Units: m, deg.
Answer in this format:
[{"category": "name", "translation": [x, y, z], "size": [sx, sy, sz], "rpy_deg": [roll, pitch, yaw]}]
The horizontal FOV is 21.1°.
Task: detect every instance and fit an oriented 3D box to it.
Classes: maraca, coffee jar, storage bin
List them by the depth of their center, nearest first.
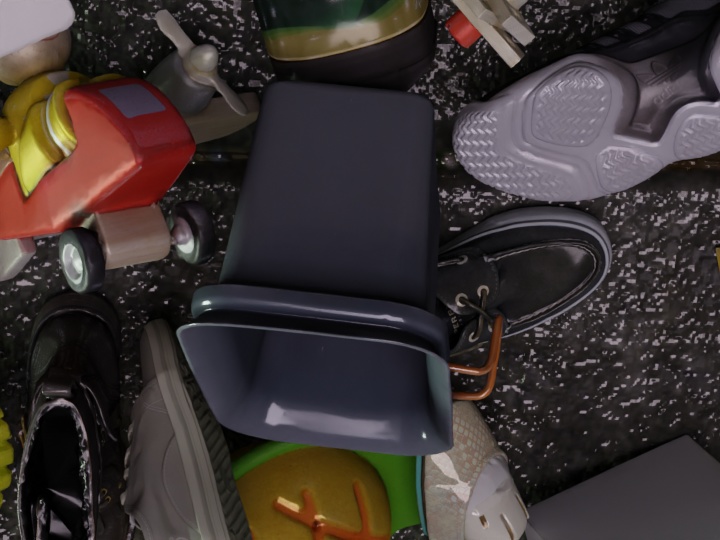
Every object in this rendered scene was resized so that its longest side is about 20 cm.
[{"category": "coffee jar", "translation": [-0.021, -0.180, 0.949], "size": [0.085, 0.104, 0.200], "rpy_deg": [-12, 113, 9]}, {"category": "storage bin", "translation": [0.000, 0.000, 0.953], "size": [0.145, 0.200, 0.135], "rpy_deg": [6, 72, 6]}, {"category": "maraca", "translation": [-0.031, 0.144, 1.092], "size": [0.200, 0.107, 0.137], "rpy_deg": [-39, 131, -14]}]

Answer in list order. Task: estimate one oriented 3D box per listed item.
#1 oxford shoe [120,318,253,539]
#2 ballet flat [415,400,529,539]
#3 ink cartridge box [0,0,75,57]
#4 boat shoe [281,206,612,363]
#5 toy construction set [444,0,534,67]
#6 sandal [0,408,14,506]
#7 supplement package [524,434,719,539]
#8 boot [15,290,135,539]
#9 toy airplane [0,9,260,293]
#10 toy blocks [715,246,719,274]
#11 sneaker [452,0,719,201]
[{"category": "oxford shoe", "translation": [-0.099, 0.101, 1.014], "size": [0.058, 0.200, 0.075], "rpy_deg": [-24, 134, 6]}, {"category": "ballet flat", "translation": [0.071, 0.157, 1.117], "size": [0.062, 0.067, 0.200], "rpy_deg": [14, 127, 25]}, {"category": "ink cartridge box", "translation": [-0.236, -0.121, 0.829], "size": [0.200, 0.068, 0.116], "rpy_deg": [-24, 111, -3]}, {"category": "boat shoe", "translation": [0.045, 0.022, 1.067], "size": [0.200, 0.057, 0.069], "rpy_deg": [-17, 114, 3]}, {"category": "toy construction set", "translation": [0.100, -0.203, 0.963], "size": [0.200, 0.092, 0.131], "rpy_deg": [-46, 110, 3]}, {"category": "sandal", "translation": [-0.247, 0.139, 1.031], "size": [0.079, 0.087, 0.200], "rpy_deg": [-4, 120, -51]}, {"category": "supplement package", "translation": [0.188, 0.221, 1.123], "size": [0.117, 0.117, 0.200], "rpy_deg": [-23, 114, -9]}, {"category": "boot", "translation": [-0.158, 0.119, 1.028], "size": [0.069, 0.174, 0.200], "rpy_deg": [-2, 113, -4]}, {"category": "toy airplane", "translation": [-0.159, -0.064, 0.958], "size": [0.199, 0.200, 0.141], "rpy_deg": [-10, 97, 11]}, {"category": "toy blocks", "translation": [0.267, 0.045, 1.053], "size": [0.100, 0.137, 0.200], "rpy_deg": [-15, 114, 2]}, {"category": "sneaker", "translation": [0.142, -0.105, 0.992], "size": [0.200, 0.114, 0.076], "rpy_deg": [-16, 124, 8]}]
